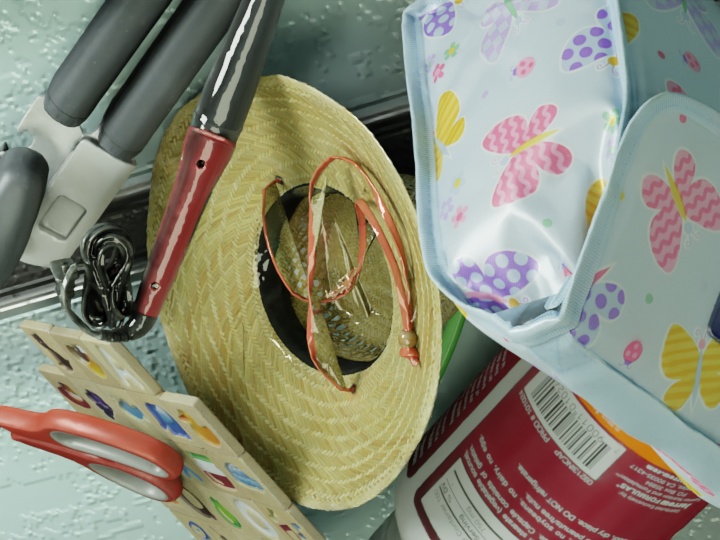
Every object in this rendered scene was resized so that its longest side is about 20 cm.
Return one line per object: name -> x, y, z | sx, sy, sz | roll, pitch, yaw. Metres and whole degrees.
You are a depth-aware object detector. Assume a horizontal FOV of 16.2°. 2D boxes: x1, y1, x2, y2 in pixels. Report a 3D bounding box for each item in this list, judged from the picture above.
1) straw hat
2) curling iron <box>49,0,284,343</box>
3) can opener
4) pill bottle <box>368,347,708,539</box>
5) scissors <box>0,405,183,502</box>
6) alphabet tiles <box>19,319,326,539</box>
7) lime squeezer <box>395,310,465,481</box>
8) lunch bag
straw hat -> 0.000, 0.000, 1.083 | 0.201, 0.085, 0.202 | 24, 123, 44
curling iron -> -0.070, -0.053, 1.034 | 0.049, 0.026, 0.200 | 18, 112, -33
can opener -> -0.110, -0.063, 1.070 | 0.053, 0.067, 0.200 | 30, 126, -14
pill bottle -> 0.087, 0.091, 1.126 | 0.113, 0.113, 0.200 | 30, 127, -14
scissors -> -0.169, 0.066, 1.171 | 0.199, 0.014, 0.073 | 19, 161, 16
alphabet tiles -> -0.072, 0.096, 1.157 | 0.200, 0.006, 0.166 | 50, 160, -23
lime squeezer -> 0.001, 0.066, 1.180 | 0.200, 0.038, 0.071 | -34, 84, 31
lunch bag -> 0.113, -0.018, 0.963 | 0.127, 0.200, 0.169 | -31, 131, 30
